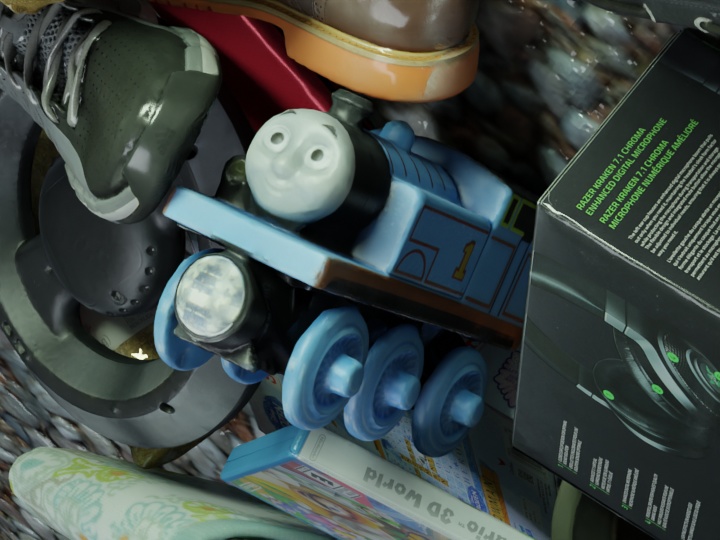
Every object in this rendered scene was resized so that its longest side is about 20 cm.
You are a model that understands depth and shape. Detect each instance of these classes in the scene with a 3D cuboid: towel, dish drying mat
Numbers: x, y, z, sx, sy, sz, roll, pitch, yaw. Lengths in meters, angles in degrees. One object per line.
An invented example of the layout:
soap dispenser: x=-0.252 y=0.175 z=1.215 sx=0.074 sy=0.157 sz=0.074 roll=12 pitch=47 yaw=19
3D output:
towel: x=-0.046 y=0.135 z=1.103 sx=0.200 sy=0.048 sz=0.171 roll=18 pitch=177 yaw=-35
dish drying mat: x=-0.022 y=-0.063 z=0.980 sx=0.200 sy=0.018 sz=0.077 roll=48 pitch=158 yaw=-19

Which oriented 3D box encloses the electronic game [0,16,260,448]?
electronic game: x=-0.107 y=-0.020 z=1.019 sx=0.200 sy=0.042 sz=0.201 roll=16 pitch=114 yaw=39

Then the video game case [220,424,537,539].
video game case: x=0.046 y=0.118 z=0.944 sx=0.200 sy=0.018 sz=0.143 roll=28 pitch=165 yaw=-9

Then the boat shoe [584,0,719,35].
boat shoe: x=0.127 y=-0.095 z=0.679 sx=0.200 sy=0.069 sz=0.057 roll=23 pitch=158 yaw=44

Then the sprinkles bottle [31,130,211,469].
sprinkles bottle: x=-0.134 y=-0.003 z=1.115 sx=0.200 sy=0.068 sz=0.068 roll=53 pitch=156 yaw=9

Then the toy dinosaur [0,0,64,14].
toy dinosaur: x=-0.045 y=-0.148 z=0.798 sx=0.058 sy=0.199 sz=0.101 roll=46 pitch=-157 yaw=-57

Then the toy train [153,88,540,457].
toy train: x=0.000 y=0.000 z=0.867 sx=0.086 sy=0.115 sz=0.200 roll=23 pitch=-179 yaw=28

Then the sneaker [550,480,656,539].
sneaker: x=0.156 y=0.132 z=1.000 sx=0.106 sy=0.075 sz=0.200 roll=16 pitch=155 yaw=33

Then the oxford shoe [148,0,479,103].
oxford shoe: x=-0.038 y=-0.132 z=0.854 sx=0.200 sy=0.071 sz=0.073 roll=25 pitch=129 yaw=24

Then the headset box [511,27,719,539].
headset box: x=0.150 y=0.035 z=0.813 sx=0.200 sy=0.093 sz=0.174 roll=31 pitch=154 yaw=19

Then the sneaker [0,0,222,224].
sneaker: x=-0.126 y=-0.082 z=0.860 sx=0.115 sy=0.075 sz=0.200 roll=27 pitch=-175 yaw=-21

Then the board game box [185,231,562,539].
board game box: x=0.024 y=0.061 z=1.066 sx=0.199 sy=0.041 sz=0.200 roll=30 pitch=157 yaw=23
